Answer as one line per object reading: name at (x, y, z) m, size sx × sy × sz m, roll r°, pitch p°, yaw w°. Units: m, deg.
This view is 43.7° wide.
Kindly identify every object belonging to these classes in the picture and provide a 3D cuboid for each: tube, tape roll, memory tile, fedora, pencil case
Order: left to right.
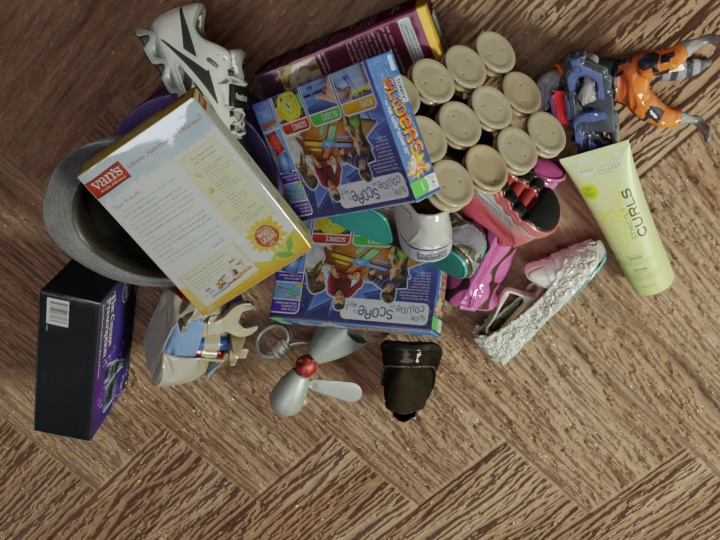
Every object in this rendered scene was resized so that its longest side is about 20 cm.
fedora at (-0.230, -0.075, 0.972) m, size 0.200 × 0.090 × 0.177 m, roll 17°, pitch 119°, yaw -14°
tape roll at (-0.186, -0.117, 1.045) m, size 0.200 × 0.085 × 0.200 m, roll 3°, pitch 116°, yaw 6°
memory tile at (0.112, -0.152, 0.897) m, size 0.153 × 0.200 × 0.017 m, roll 58°, pitch 145°, yaw 4°
pencil case at (0.157, -0.043, 1.031) m, size 0.091 × 0.094 × 0.200 m, roll 14°, pitch 118°, yaw -16°
tube at (0.296, -0.057, 1.011) m, size 0.058 × 0.052 × 0.200 m, roll -36°, pitch 120°, yaw -4°

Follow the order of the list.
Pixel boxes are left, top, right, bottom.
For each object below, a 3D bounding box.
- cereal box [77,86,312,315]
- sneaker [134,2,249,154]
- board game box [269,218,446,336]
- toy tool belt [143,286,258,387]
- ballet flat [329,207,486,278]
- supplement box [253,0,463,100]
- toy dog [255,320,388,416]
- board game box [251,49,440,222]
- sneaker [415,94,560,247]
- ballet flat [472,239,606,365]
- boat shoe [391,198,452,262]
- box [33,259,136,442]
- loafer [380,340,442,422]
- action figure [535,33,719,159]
cereal box at (-0.162, -0.065, 0.906) m, size 0.144 × 0.040 × 0.200 m, roll -30°, pitch 117°, yaw 12°
sneaker at (-0.146, -0.183, 0.927) m, size 0.088 × 0.074 × 0.200 m, roll -29°, pitch 96°, yaw 6°
board game box at (0.000, 0.000, 1.034) m, size 0.200 × 0.034 × 0.136 m, roll 4°, pitch 78°, yaw 22°
toy tool belt at (-0.186, 0.061, 1.110) m, size 0.123 × 0.125 × 0.200 m, roll 2°, pitch 139°, yaw -31°
ballet flat at (0.049, -0.055, 0.975) m, size 0.200 × 0.072 × 0.072 m, roll 26°, pitch 118°, yaw 24°
supplement box at (0.000, -0.208, 0.979) m, size 0.200 × 0.086 × 0.110 m, roll -19°, pitch 112°, yaw 14°
toy dog at (-0.026, 0.096, 1.122) m, size 0.200 × 0.132 × 0.096 m, roll -35°, pitch 145°, yaw 24°
board game box at (-0.020, -0.122, 0.877) m, size 0.200 × 0.034 × 0.136 m, roll -4°, pitch 110°, yaw 53°
sneaker at (0.111, -0.097, 0.936) m, size 0.200 × 0.074 × 0.087 m, roll 46°, pitch 145°, yaw -3°
ballet flat at (0.207, 0.031, 1.072) m, size 0.072 × 0.072 × 0.200 m, roll 35°, pitch 112°, yaw -9°
boat shoe at (0.049, -0.099, 0.922) m, size 0.071 × 0.200 × 0.070 m, roll -7°, pitch 134°, yaw -7°
box at (-0.342, 0.089, 1.127) m, size 0.079 × 0.141 × 0.200 m, roll 12°, pitch 116°, yaw -1°
loafer at (0.061, 0.137, 1.081) m, size 0.073 × 0.071 × 0.200 m, roll 2°, pitch 157°, yaw 6°
action figure at (0.280, -0.180, 0.975) m, size 0.193 × 0.105 × 0.200 m, roll 3°, pitch 143°, yaw 12°
